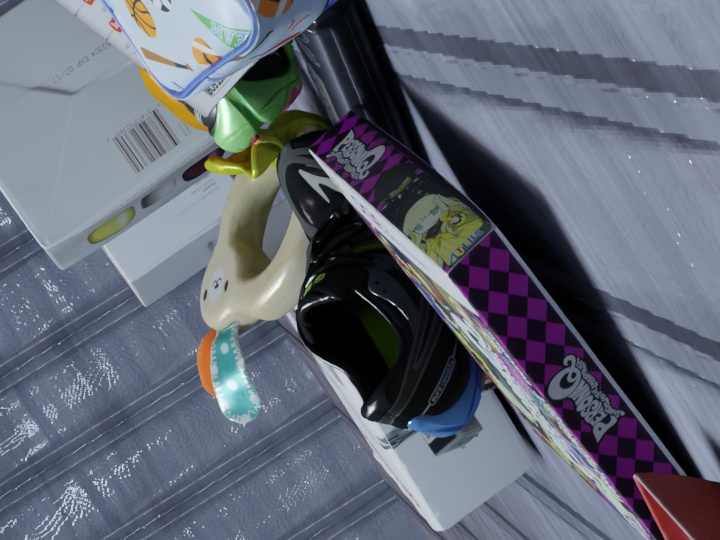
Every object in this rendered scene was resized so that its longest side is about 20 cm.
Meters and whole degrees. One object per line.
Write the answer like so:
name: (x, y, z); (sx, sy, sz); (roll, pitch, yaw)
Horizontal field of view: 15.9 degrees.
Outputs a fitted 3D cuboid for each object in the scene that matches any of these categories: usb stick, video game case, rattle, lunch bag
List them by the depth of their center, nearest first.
lunch bag: (-0.098, -0.181, 1.165); (0.201, 0.075, 0.160); (57, 158, -4)
video game case: (0.070, 0.028, 1.222); (0.200, 0.036, 0.181); (51, 177, -29)
usb stick: (-0.004, -0.090, 1.286); (0.056, 0.032, 0.200); (57, 176, 30)
rattle: (-0.098, -0.011, 1.579); (0.142, 0.201, 0.130); (9, -147, -42)

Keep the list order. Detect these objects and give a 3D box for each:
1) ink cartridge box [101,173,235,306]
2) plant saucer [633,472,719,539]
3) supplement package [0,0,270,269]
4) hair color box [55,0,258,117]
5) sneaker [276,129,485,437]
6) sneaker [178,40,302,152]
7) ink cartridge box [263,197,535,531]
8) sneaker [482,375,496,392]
ink cartridge box: (-0.217, -0.094, 2.541); (0.200, 0.146, 0.147); (54, 175, 9)
plant saucer: (0.209, 0.190, 1.100); (0.200, 0.037, 0.200); (50, 173, 49)
supplement package: (-0.170, -0.116, 1.742); (0.147, 0.191, 0.200); (55, 175, 1)
hair color box: (-0.127, -0.172, 1.289); (0.200, 0.061, 0.101); (39, 158, -7)
sneaker: (0.000, 0.001, 1.369); (0.082, 0.071, 0.200); (3, -131, -36)
sneaker: (-0.084, -0.131, 1.437); (0.084, 0.077, 0.200); (47, -179, -20)
ink cartridge box: (0.017, 0.052, 1.699); (0.201, 0.083, 0.147); (59, 174, -29)
sneaker: (0.029, 0.006, 1.488); (0.200, 0.070, 0.094); (-133, 27, -68)
